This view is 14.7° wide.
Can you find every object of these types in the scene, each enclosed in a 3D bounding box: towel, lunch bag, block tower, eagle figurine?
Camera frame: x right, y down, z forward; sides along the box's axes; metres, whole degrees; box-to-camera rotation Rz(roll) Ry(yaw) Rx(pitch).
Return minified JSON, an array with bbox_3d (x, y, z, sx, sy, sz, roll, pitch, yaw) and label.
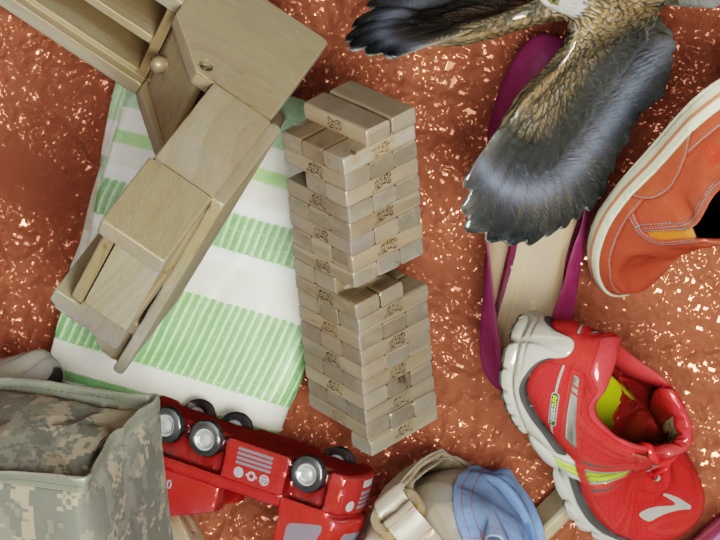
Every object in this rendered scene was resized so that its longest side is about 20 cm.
[{"bbox_3d":[-0.089,-0.011,1.610,0.152,0.023,0.201,16,95,2],"label":"towel"},{"bbox_3d":[-0.207,0.147,1.518,0.199,0.118,0.165,5,117,20],"label":"lunch bag"},{"bbox_3d":[0.000,0.000,1.542,0.054,0.058,0.201,-27,126,-32],"label":"block tower"},{"bbox_3d":[0.111,-0.133,1.521,0.200,0.152,0.151,-39,125,20],"label":"eagle figurine"}]

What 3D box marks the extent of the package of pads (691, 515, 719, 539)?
[{"bbox_3d":[0.174,0.246,1.586,0.200,0.076,0.121,-42,90,7],"label":"package of pads"}]

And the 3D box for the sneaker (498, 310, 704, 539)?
[{"bbox_3d":[0.147,0.095,1.524,0.085,0.200,0.077,6,63,37],"label":"sneaker"}]

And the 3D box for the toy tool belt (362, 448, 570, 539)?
[{"bbox_3d":[0.065,0.166,1.527,0.122,0.200,0.126,-18,102,8],"label":"toy tool belt"}]

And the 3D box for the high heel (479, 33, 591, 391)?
[{"bbox_3d":[0.100,-0.030,1.555,0.067,0.096,0.201,0,95,5],"label":"high heel"}]

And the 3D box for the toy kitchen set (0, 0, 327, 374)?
[{"bbox_3d":[-0.156,-0.064,1.526,0.180,0.200,0.163,33,137,0],"label":"toy kitchen set"}]

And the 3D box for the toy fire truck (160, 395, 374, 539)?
[{"bbox_3d":[-0.098,0.148,1.579,0.199,0.049,0.142,17,100,21],"label":"toy fire truck"}]

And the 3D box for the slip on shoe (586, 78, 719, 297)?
[{"bbox_3d":[0.178,-0.034,1.511,0.074,0.200,0.061,-23,72,-30],"label":"slip on shoe"}]

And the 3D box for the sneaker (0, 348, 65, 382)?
[{"bbox_3d":[-0.267,0.073,1.604,0.199,0.075,0.082,-18,80,12],"label":"sneaker"}]
